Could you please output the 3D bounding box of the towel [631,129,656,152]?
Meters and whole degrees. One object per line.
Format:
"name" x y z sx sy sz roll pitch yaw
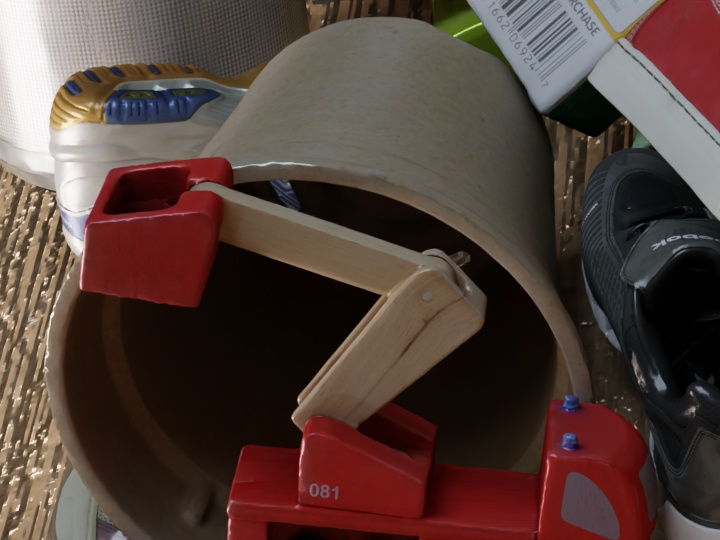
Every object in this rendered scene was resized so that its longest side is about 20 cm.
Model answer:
"towel" 0.196 -0.123 1.088 0.200 0.031 0.149 -34 20 35

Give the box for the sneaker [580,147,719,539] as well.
"sneaker" 0.120 0.009 0.996 0.066 0.091 0.200 -9 43 -1

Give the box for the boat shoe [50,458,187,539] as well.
"boat shoe" -0.081 0.072 1.131 0.065 0.072 0.200 -8 34 10

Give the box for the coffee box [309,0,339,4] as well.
"coffee box" 0.020 -0.217 1.260 0.113 0.080 0.200 -8 42 1

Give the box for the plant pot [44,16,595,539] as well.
"plant pot" 0.000 0.000 1.060 0.200 0.201 0.184 -18 27 22

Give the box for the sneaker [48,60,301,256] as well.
"sneaker" -0.036 -0.044 1.208 0.199 0.088 0.075 -1 21 -8

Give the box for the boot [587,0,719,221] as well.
"boot" 0.177 -0.068 0.953 0.144 0.072 0.200 -47 41 10

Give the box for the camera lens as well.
"camera lens" -0.108 -0.144 1.270 0.159 0.201 0.160 -6 26 3

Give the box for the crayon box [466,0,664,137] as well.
"crayon box" 0.125 -0.166 1.098 0.200 0.052 0.126 -41 63 19

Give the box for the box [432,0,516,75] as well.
"box" 0.128 -0.159 1.247 0.200 0.048 0.122 -22 37 17

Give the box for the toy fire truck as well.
"toy fire truck" 0.005 0.041 0.940 0.199 0.141 0.049 6 24 3
